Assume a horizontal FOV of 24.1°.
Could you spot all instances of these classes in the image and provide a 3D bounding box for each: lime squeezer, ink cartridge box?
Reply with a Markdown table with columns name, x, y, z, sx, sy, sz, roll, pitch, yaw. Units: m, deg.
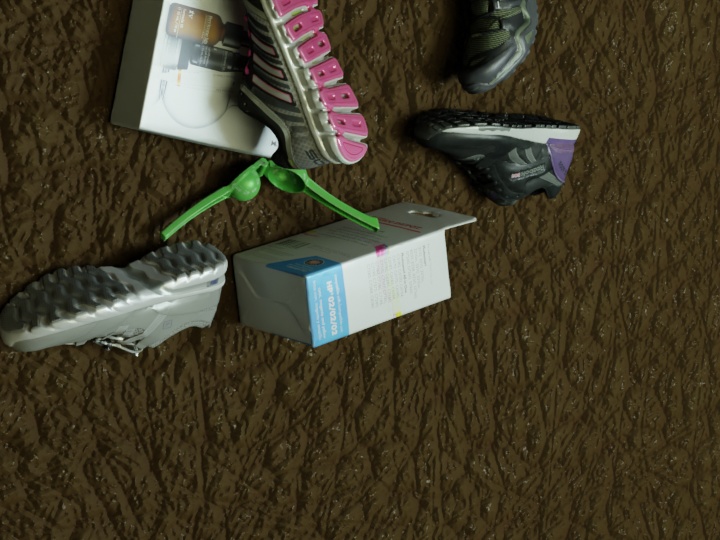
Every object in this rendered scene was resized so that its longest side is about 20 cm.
| name | x | y | z | sx | sy | sz | roll | pitch | yaw |
| --- | --- | --- | --- | --- | --- | --- | --- | --- | --- |
| lime squeezer | -0.084 | -0.062 | 1.464 | 0.198 | 0.038 | 0.072 | -3 | 83 | -23 |
| ink cartridge box | 0.000 | 0.000 | 1.504 | 0.198 | 0.115 | 0.069 | -19 | 111 | -34 |

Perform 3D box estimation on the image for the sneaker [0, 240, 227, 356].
| name | x | y | z | sx | sy | sz | roll | pitch | yaw |
| --- | --- | --- | --- | --- | --- | --- | --- | --- | --- |
| sneaker | -0.197 | 0.041 | 1.380 | 0.198 | 0.075 | 0.083 | -14 | 124 | -27 |

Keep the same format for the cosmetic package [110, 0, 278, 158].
| name | x | y | z | sx | sy | sz | roll | pitch | yaw |
| --- | --- | --- | --- | --- | --- | --- | --- | --- | --- |
| cosmetic package | -0.117 | -0.206 | 1.410 | 0.150 | 0.051 | 0.203 | 8 | 94 | -42 |

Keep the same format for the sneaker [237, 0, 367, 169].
| name | x | y | z | sx | sy | sz | roll | pitch | yaw |
| --- | --- | --- | --- | --- | --- | --- | --- | --- | --- |
| sneaker | -0.070 | -0.170 | 1.378 | 0.074 | 0.087 | 0.202 | -32 | 100 | -60 |

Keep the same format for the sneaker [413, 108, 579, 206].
| name | x | y | z | sx | sy | sz | roll | pitch | yaw |
| --- | --- | --- | --- | --- | --- | --- | --- | --- | --- |
| sneaker | 0.132 | -0.104 | 1.619 | 0.198 | 0.075 | 0.089 | 0 | 105 | -39 |

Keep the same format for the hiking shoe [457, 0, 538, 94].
| name | x | y | z | sx | sy | sz | roll | pitch | yaw |
| --- | --- | --- | --- | --- | --- | --- | --- | --- | --- |
| hiking shoe | 0.120 | -0.265 | 1.584 | 0.100 | 0.075 | 0.202 | 31 | 70 | -30 |
